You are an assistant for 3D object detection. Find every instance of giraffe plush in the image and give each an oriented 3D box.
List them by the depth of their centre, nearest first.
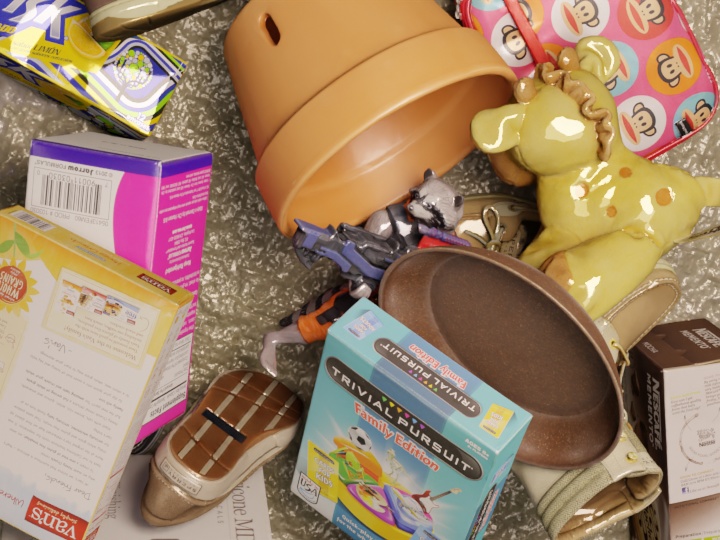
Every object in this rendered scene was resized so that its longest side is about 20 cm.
[{"bbox_3d":[0.150,-0.066,1.141,0.200,0.173,0.163,-31,98,40],"label":"giraffe plush"}]

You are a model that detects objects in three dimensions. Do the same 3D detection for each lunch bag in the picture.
[{"bbox_3d":[0.160,-0.164,1.228,0.176,0.082,0.201,-30,108,5],"label":"lunch bag"}]

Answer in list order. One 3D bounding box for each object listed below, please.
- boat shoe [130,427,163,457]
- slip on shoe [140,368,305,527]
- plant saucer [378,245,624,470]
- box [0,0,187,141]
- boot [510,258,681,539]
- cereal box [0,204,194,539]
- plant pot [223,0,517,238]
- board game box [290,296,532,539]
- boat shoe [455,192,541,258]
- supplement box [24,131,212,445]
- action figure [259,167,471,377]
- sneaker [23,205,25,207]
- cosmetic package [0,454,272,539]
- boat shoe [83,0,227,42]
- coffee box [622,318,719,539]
[{"bbox_3d":[-0.165,0.055,1.236,0.069,0.066,0.201,14,101,-11],"label":"boat shoe"},{"bbox_3d":[-0.104,0.134,1.208,0.076,0.200,0.061,35,114,4],"label":"slip on shoe"},{"bbox_3d":[0.103,0.054,1.122,0.037,0.200,0.201,-46,109,-32],"label":"plant saucer"},{"bbox_3d":[-0.231,-0.168,1.165,0.199,0.070,0.065,29,79,-14],"label":"box"},{"bbox_3d":[0.187,0.097,1.197,0.200,0.155,0.072,-39,136,4],"label":"boot"},{"bbox_3d":[-0.214,0.076,1.092,0.143,0.040,0.201,27,106,7],"label":"cereal box"},{"bbox_3d":[-0.006,-0.136,1.153,0.199,0.200,0.140,-32,75,0],"label":"plant pot"},{"bbox_3d":[0.031,0.137,1.183,0.151,0.047,0.201,34,140,19],"label":"board game box"},{"bbox_3d":[0.140,-0.017,1.266,0.198,0.063,0.074,4,104,-9],"label":"boat shoe"},{"bbox_3d":[-0.178,0.010,1.145,0.101,0.103,0.201,11,101,15],"label":"supplement box"},{"bbox_3d":[0.000,0.000,1.203,0.199,0.105,0.194,28,114,-37],"label":"action figure"},{"bbox_3d":[-0.256,0.043,1.186,0.079,0.131,0.201,23,100,-9],"label":"sneaker"},{"bbox_3d":[-0.170,0.250,1.219,0.198,0.165,0.166,1,115,-9],"label":"cosmetic package"},{"bbox_3d":[-0.111,-0.223,1.151,0.200,0.072,0.066,-26,98,-27],"label":"boat shoe"},{"bbox_3d":[0.267,0.152,1.300,0.079,0.113,0.201,-7,105,-7],"label":"coffee box"}]
